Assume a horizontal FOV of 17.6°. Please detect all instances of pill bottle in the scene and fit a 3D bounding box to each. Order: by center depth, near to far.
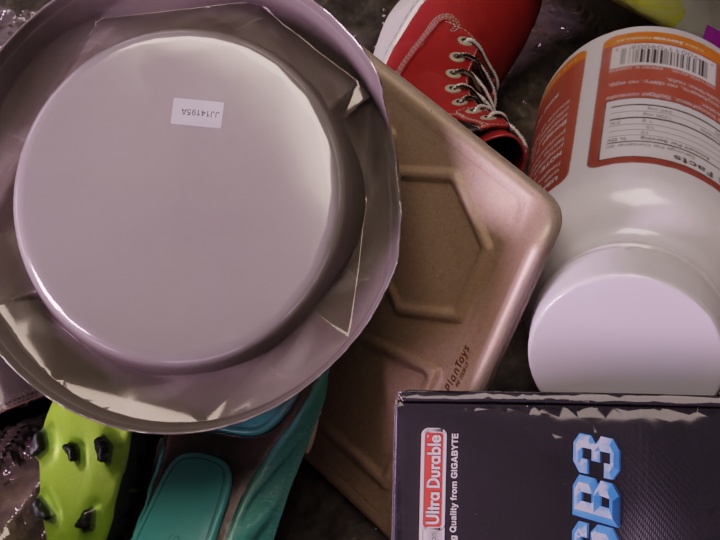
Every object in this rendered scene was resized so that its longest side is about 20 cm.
[{"bbox_3d":[0.126,-0.018,1.049,0.111,0.113,0.201,3,34,9],"label":"pill bottle"}]

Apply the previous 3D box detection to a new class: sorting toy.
[{"bbox_3d":[0.000,0.000,1.055,0.036,0.186,0.200,-5,38,-43],"label":"sorting toy"}]

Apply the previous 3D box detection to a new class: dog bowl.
[{"bbox_3d":[-0.074,-0.029,0.991,0.198,0.059,0.202,-1,81,6],"label":"dog bowl"}]

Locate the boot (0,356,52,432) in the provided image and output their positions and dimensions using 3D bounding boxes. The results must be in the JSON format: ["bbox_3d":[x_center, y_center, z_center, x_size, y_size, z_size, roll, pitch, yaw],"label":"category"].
[{"bbox_3d":[-0.145,-0.018,1.134,0.199,0.069,0.175,-28,75,-26],"label":"boot"}]

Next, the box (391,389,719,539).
[{"bbox_3d":[0.109,0.150,0.930,0.197,0.050,0.202,2,82,5],"label":"box"}]

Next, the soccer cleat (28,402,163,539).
[{"bbox_3d":[-0.098,0.040,1.062,0.067,0.081,0.202,8,86,44],"label":"soccer cleat"}]

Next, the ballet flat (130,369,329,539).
[{"bbox_3d":[-0.055,0.085,1.033,0.067,0.070,0.201,14,70,23],"label":"ballet flat"}]

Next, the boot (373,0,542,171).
[{"bbox_3d":[0.058,-0.085,1.130,0.144,0.073,0.200,1,48,54],"label":"boot"}]

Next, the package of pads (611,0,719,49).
[{"bbox_3d":[0.181,-0.168,1.186,0.199,0.069,0.154,33,28,27],"label":"package of pads"}]
